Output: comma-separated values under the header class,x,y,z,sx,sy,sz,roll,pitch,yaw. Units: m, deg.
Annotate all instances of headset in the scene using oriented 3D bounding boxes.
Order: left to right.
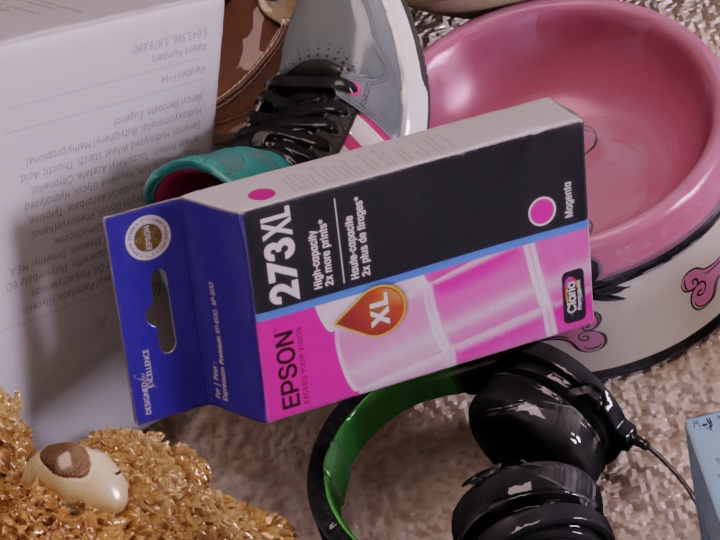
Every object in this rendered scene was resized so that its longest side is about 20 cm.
class,x,y,z,sx,sy,sz,roll,pitch,yaw
headset,0.074,0.077,0.909,0.199,0.094,0.124,0,49,15

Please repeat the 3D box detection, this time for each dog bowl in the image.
class,x,y,z,sx,sy,sz,roll,pitch,yaw
dog bowl,0.092,-0.046,1.031,0.199,0.074,0.201,-7,47,8

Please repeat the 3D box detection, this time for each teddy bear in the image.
class,x,y,z,sx,sy,sz,roll,pitch,yaw
teddy bear,-0.088,0.094,0.854,0.067,0.200,0.145,-53,56,13

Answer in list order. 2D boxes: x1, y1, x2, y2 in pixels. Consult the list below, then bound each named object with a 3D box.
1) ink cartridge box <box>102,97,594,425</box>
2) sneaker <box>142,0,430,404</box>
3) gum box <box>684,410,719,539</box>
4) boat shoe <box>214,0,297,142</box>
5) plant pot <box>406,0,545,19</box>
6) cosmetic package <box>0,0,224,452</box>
class,x,y,z,sx,sy,sz,roll,pitch,yaw
ink cartridge box,0.000,0.000,0.895,0.199,0.095,0.037,-15,27,-18
sneaker,-0.037,-0.048,0.954,0.083,0.121,0.201,-5,79,35
gum box,0.162,0.171,0.748,0.044,0.170,0.200,-14,46,2
boat shoe,-0.047,-0.151,1.164,0.076,0.072,0.200,14,54,26
plant pot,0.053,-0.201,1.079,0.200,0.201,0.134,18,44,29
cosmetic package,-0.176,-0.029,0.965,0.164,0.201,0.165,15,20,28
